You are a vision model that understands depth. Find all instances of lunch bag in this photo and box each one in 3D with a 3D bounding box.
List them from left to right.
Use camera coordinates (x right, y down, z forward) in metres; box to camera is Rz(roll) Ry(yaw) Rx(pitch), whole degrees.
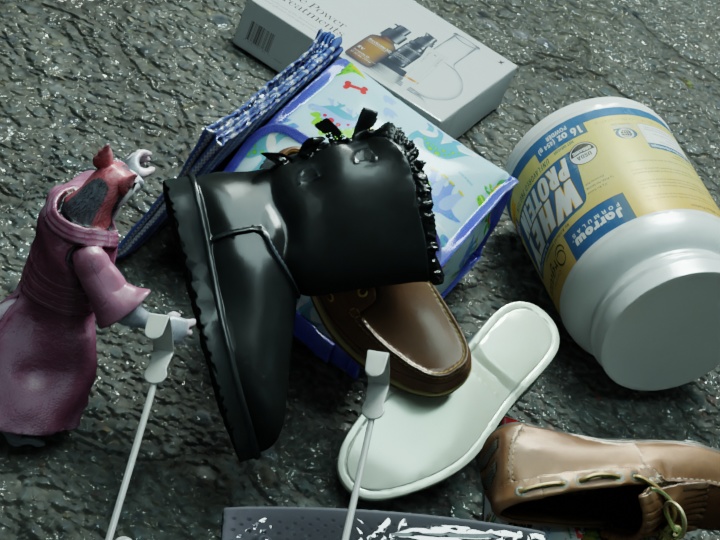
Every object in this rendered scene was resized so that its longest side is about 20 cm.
[{"bbox_3d":[-0.012,-0.033,1.381,0.170,0.127,0.200,36,53,12],"label":"lunch bag"}]

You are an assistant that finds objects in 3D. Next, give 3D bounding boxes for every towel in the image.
[{"bbox_3d":[-0.095,-0.094,1.382,0.024,0.145,0.200,44,38,0],"label":"towel"}]

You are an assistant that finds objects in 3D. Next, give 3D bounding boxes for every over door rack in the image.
[{"bbox_3d":[-0.068,0.136,1.091,0.148,0.067,0.200,9,65,6],"label":"over door rack"}]

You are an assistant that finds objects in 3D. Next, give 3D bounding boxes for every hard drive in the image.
[{"bbox_3d":[0.014,0.202,1.130,0.200,0.042,0.135,5,39,-4],"label":"hard drive"}]

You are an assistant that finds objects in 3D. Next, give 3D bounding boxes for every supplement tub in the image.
[{"bbox_3d":[0.204,-0.021,1.458,0.144,0.145,0.200,4,40,-25],"label":"supplement tub"}]

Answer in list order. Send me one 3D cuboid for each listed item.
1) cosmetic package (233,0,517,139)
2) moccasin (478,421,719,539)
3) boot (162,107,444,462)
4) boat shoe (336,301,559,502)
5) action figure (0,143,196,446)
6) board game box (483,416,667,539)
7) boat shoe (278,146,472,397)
[{"bbox_3d":[0.014,-0.186,1.638,0.200,0.052,0.151,34,34,13],"label":"cosmetic package"},{"bbox_3d":[0.176,0.148,1.234,0.201,0.074,0.078,13,47,-22],"label":"moccasin"},{"bbox_3d":[-0.027,0.007,1.201,0.162,0.073,0.199,-13,81,-8],"label":"boot"},{"bbox_3d":[0.056,0.097,1.298,0.073,0.062,0.200,47,60,7],"label":"boat shoe"},{"bbox_3d":[-0.186,0.000,1.165,0.149,0.200,0.134,-1,42,-28],"label":"action figure"},{"bbox_3d":[0.143,0.189,1.253,0.126,0.035,0.200,18,37,-9],"label":"board game box"},{"bbox_3d":[0.000,-0.001,1.266,0.072,0.068,0.200,-34,73,-21],"label":"boat shoe"}]
